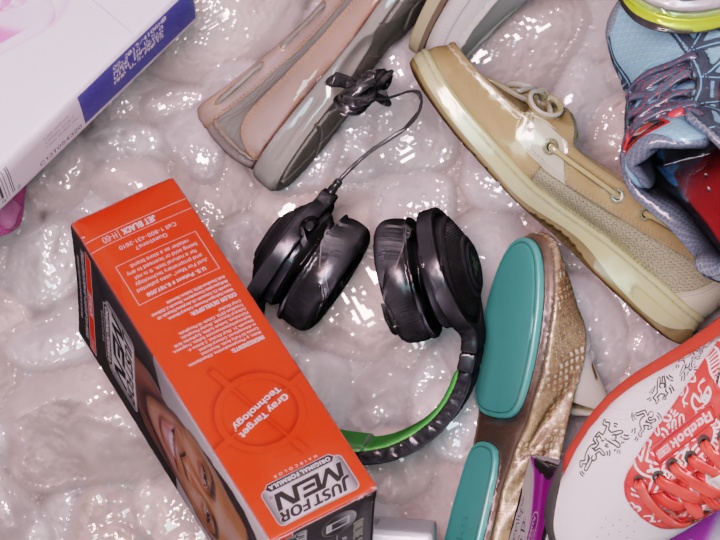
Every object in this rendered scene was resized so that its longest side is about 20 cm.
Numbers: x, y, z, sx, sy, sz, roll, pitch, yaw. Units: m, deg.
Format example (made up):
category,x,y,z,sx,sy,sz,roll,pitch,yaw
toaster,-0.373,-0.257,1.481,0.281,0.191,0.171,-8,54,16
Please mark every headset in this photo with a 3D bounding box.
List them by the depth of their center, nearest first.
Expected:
category,x,y,z,sx,sy,sz,roll,pitch,yaw
headset,0.000,0.000,1.392,0.123,0.094,0.200,7,100,11

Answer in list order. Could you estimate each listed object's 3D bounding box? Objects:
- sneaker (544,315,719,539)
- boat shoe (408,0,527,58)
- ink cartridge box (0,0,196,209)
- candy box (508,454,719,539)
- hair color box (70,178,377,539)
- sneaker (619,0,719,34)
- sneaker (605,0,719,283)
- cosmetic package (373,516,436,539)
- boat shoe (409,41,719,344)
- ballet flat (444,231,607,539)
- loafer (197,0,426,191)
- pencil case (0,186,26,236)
category,x,y,z,sx,sy,sz,roll,pitch,yaw
sneaker,0.166,0.077,1.262,0.201,0.108,0.067,-44,112,11
boat shoe,0.106,-0.173,1.399,0.068,0.075,0.200,40,93,5
ink cartridge box,-0.218,-0.123,1.379,0.200,0.043,0.196,38,74,18
candy box,0.165,0.178,1.380,0.200,0.061,0.137,14,92,-15
hair color box,-0.068,0.065,1.355,0.061,0.102,0.200,-26,61,-18
sneaker,0.218,-0.184,1.367,0.200,0.081,0.074,-25,49,-13
sneaker,0.164,-0.069,1.352,0.079,0.095,0.200,-51,50,31
cosmetic package,-0.019,0.224,1.412,0.101,0.071,0.200,5,91,3
boat shoe,0.108,-0.049,1.391,0.201,0.073,0.063,43,95,-10
ballet flat,0.088,0.082,1.417,0.065,0.070,0.200,11,94,-23
loafer,-0.006,-0.135,1.411,0.063,0.072,0.200,38,95,9
pencil case,-0.266,-0.048,1.414,0.200,0.091,0.094,-7,53,3
